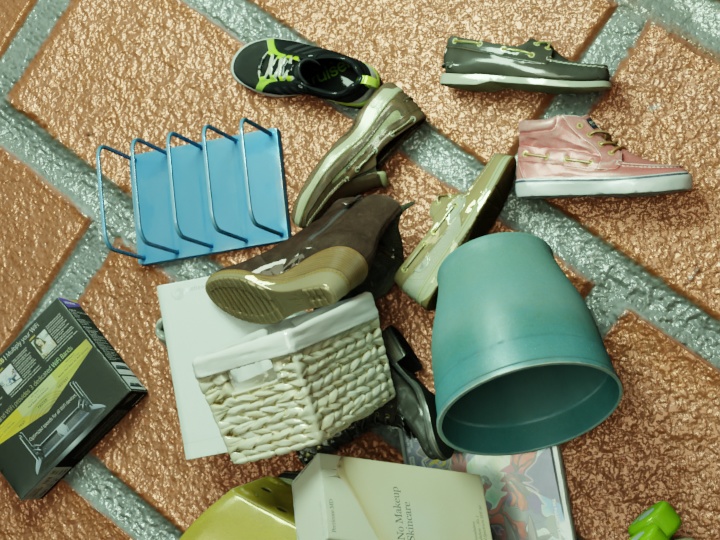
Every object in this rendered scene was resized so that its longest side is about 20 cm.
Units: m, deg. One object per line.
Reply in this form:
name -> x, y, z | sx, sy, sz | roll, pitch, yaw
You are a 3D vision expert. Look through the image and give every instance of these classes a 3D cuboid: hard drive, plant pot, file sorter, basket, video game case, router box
hard drive -> -0.152, 0.105, 1.670 | 0.131, 0.026, 0.202 | -10, 83, -4
plant pot -> -0.109, 0.344, 1.606 | 0.193, 0.195, 0.201 | 24, 99, 18
file sorter -> -0.202, -0.096, 1.738 | 0.198, 0.123, 0.140 | -9, 81, 16
plant pot -> 0.162, 0.070, 1.571 | 0.199, 0.200, 0.189 | -20, 57, 14
basket -> -0.063, 0.115, 1.559 | 0.135, 0.200, 0.124 | -18, 93, 29
video game case -> 0.144, 0.256, 1.644 | 0.181, 0.023, 0.202 | -12, 80, 15
router box -> -0.385, 0.159, 1.800 | 0.200, 0.052, 0.157 | -44, 73, 8

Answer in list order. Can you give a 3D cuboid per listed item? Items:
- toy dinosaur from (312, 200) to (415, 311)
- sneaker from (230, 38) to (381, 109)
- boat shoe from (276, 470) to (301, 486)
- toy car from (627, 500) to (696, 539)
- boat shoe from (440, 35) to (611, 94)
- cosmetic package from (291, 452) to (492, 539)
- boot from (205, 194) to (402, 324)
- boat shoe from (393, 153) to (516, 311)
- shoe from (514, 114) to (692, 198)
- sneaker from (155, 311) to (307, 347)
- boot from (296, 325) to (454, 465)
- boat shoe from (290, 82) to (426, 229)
toy dinosaur -> 0.000, 0.000, 1.702 | 0.200, 0.077, 0.102 | -42, 89, -1
sneaker -> -0.068, -0.243, 1.734 | 0.199, 0.083, 0.072 | 10, 86, 18
boat shoe -> -0.008, 0.259, 1.671 | 0.200, 0.072, 0.066 | 8, 48, 32
toy car -> 0.290, 0.374, 1.530 | 0.200, 0.158, 0.165 | -41, 84, 20
boat shoe -> 0.188, -0.235, 1.661 | 0.200, 0.072, 0.061 | 5, 89, 20
cosmetic package -> 0.034, 0.264, 1.538 | 0.073, 0.199, 0.104 | -51, 37, 44
boot -> -0.063, -0.017, 1.643 | 0.199, 0.167, 0.073 | -3, 127, 34
boat shoe -> 0.106, -0.054, 1.665 | 0.066, 0.074, 0.201 | 32, 89, 20
shoe -> 0.269, -0.129, 1.624 | 0.199, 0.071, 0.092 | 0, 89, 21
sneaker -> -0.150, 0.078, 1.721 | 0.198, 0.087, 0.075 | -6, 80, 15
boot -> 0.004, 0.175, 1.663 | 0.174, 0.069, 0.201 | -36, 50, 11
boat shoe -> 0.001, -0.121, 1.706 | 0.075, 0.075, 0.203 | 38, 95, 12
